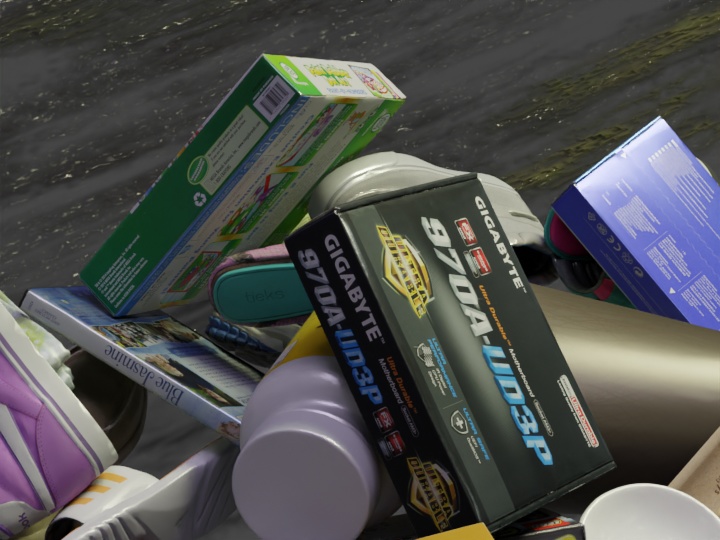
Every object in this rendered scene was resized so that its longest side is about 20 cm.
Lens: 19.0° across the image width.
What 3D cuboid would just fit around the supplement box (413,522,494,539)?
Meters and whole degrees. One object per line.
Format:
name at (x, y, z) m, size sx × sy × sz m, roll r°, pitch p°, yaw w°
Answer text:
supplement box at (0.035, 0.274, 1.079) m, size 0.133 × 0.197 × 0.200 m, roll -12°, pitch 39°, yaw -18°

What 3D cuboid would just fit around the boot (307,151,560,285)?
boot at (0.063, -0.029, 1.556) m, size 0.200 × 0.074 × 0.096 m, roll 0°, pitch 34°, yaw -40°

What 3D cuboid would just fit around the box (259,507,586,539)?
box at (0.019, 0.171, 1.249) m, size 0.200 × 0.035 × 0.110 m, roll -8°, pitch 6°, yaw -17°

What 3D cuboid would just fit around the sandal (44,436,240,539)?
sandal at (-0.143, 0.154, 1.342) m, size 0.059 × 0.079 × 0.207 m, roll 22°, pitch 33°, yaw 27°

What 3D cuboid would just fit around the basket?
basket at (0.181, 0.094, 1.388) m, size 0.200 × 0.136 × 0.180 m, roll 9°, pitch 35°, yaw 4°

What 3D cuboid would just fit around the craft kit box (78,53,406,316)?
craft kit box at (-0.076, -0.059, 1.468) m, size 0.049 × 0.200 × 0.198 m, roll 46°, pitch 17°, yaw 15°

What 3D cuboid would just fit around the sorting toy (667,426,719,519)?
sorting toy at (0.279, 0.171, 1.280) m, size 0.200 × 0.036 × 0.185 m, roll 41°, pitch 88°, yaw 28°

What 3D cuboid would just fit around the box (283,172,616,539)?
box at (0.054, 0.050, 1.242) m, size 0.159 × 0.046 × 0.200 m, roll -15°, pitch 79°, yaw -55°

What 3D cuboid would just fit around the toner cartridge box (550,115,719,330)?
toner cartridge box at (0.233, -0.001, 1.490) m, size 0.095 × 0.043 × 0.200 m, roll -36°, pitch 84°, yaw -28°

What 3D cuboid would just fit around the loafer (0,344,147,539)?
loafer at (-0.193, 0.103, 1.407) m, size 0.076 × 0.068 × 0.200 m, roll 10°, pitch 37°, yaw 11°

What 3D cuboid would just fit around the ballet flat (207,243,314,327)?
ballet flat at (0.000, 0.000, 1.399) m, size 0.200 × 0.069 × 0.071 m, roll -3°, pitch 25°, yaw 18°

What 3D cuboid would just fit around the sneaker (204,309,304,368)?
sneaker at (-0.015, 0.028, 1.456) m, size 0.200 × 0.077 × 0.085 m, roll 12°, pitch 76°, yaw 33°

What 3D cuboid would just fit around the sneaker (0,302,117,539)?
sneaker at (-0.250, 0.070, 1.286) m, size 0.114 × 0.073 × 0.200 m, roll -38°, pitch 83°, yaw -16°

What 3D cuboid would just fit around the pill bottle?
pill bottle at (-0.007, 0.088, 1.285) m, size 0.111 × 0.111 × 0.200 m, roll 11°, pitch 25°, yaw 12°

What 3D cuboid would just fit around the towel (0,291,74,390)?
towel at (-0.296, 0.084, 1.386) m, size 0.200 × 0.048 × 0.171 m, roll -35°, pitch 32°, yaw -17°

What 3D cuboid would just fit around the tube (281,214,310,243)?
tube at (-0.024, 0.006, 1.560) m, size 0.058 × 0.052 × 0.200 m, roll -16°, pitch 40°, yaw -30°

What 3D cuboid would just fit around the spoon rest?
spoon rest at (0.202, 0.202, 1.236) m, size 0.099 × 0.061 × 0.200 m, roll -20°, pitch 61°, yaw -31°

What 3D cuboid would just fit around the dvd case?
dvd case at (-0.112, 0.065, 1.411) m, size 0.200 × 0.018 × 0.143 m, roll 30°, pitch 9°, yaw 16°

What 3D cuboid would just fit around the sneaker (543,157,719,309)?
sneaker at (0.196, -0.033, 1.581) m, size 0.121 × 0.084 × 0.200 m, roll 23°, pitch 36°, yaw -12°
